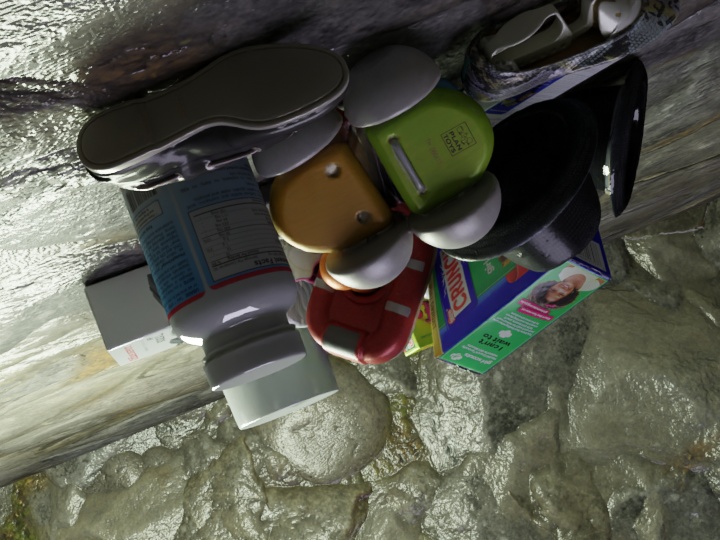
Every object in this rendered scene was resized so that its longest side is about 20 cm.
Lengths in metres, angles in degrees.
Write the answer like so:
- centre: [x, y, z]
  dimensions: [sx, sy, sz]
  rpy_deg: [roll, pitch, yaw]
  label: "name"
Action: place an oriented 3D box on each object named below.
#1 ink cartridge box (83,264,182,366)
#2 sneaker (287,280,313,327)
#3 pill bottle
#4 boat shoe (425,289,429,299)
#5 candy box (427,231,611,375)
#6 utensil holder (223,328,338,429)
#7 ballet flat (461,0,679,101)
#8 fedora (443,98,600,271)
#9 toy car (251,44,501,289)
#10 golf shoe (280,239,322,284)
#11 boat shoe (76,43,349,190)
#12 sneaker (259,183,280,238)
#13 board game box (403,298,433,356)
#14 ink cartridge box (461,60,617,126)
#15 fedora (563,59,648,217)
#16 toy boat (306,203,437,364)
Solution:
- centre: [-0.217, 0.036, 1.216]
  dimensions: [0.200, 0.084, 0.145]
  rpy_deg: [-20, 171, -11]
  label: "ink cartridge box"
- centre: [-0.091, 0.024, 1.304]
  dimensions: [0.082, 0.075, 0.200]
  rpy_deg: [-16, -162, 12]
  label: "sneaker"
- centre: [-0.117, -0.009, 0.823]
  dimensions: [0.109, 0.200, 0.109]
  rpy_deg: [-21, 171, -4]
  label: "pill bottle"
- centre: [0.116, -0.051, 1.287]
  dimensions: [0.200, 0.065, 0.074]
  rpy_deg: [-56, 178, -15]
  label: "boat shoe"
- centre: [0.160, -0.010, 1.091]
  dimensions: [0.077, 0.169, 0.200]
  rpy_deg: [23, 132, -27]
  label: "candy box"
- centre: [-0.140, 0.111, 1.470]
  dimensions: [0.170, 0.200, 0.170]
  rpy_deg: [-21, 170, -4]
  label: "utensil holder"
- centre: [0.178, -0.203, 0.844]
  dimensions: [0.200, 0.072, 0.072]
  rpy_deg: [-23, 171, -1]
  label: "ballet flat"
- centre: [0.162, -0.065, 0.939]
  dimensions: [0.200, 0.092, 0.201]
  rpy_deg: [-35, -153, 21]
  label: "fedora"
- centre: [0.017, -0.097, 0.859]
  dimensions: [0.200, 0.175, 0.150]
  rpy_deg: [-25, -155, 17]
  label: "toy car"
- centre: [-0.055, -0.023, 1.240]
  dimensions: [0.075, 0.092, 0.200]
  rpy_deg: [-28, 171, 27]
  label: "golf shoe"
- centre: [-0.101, -0.107, 0.713]
  dimensions: [0.200, 0.067, 0.057]
  rpy_deg: [-17, 161, 6]
  label: "boat shoe"
- centre: [-0.034, -0.081, 1.069]
  dimensions: [0.200, 0.076, 0.115]
  rpy_deg: [-16, -179, 13]
  label: "sneaker"
- centre: [0.073, -0.001, 1.320]
  dimensions: [0.101, 0.200, 0.048]
  rpy_deg: [-18, 170, -26]
  label: "board game box"
- centre: [0.185, -0.195, 0.985]
  dimensions: [0.200, 0.037, 0.095]
  rpy_deg: [-26, 170, 36]
  label: "ink cartridge box"
- centre: [0.276, -0.157, 1.171]
  dimensions: [0.091, 0.201, 0.201]
  rpy_deg: [10, -179, 18]
  label: "fedora"
- centre: [0.000, 0.000, 1.119]
  dimensions: [0.130, 0.200, 0.131]
  rpy_deg: [16, 178, 27]
  label: "toy boat"
